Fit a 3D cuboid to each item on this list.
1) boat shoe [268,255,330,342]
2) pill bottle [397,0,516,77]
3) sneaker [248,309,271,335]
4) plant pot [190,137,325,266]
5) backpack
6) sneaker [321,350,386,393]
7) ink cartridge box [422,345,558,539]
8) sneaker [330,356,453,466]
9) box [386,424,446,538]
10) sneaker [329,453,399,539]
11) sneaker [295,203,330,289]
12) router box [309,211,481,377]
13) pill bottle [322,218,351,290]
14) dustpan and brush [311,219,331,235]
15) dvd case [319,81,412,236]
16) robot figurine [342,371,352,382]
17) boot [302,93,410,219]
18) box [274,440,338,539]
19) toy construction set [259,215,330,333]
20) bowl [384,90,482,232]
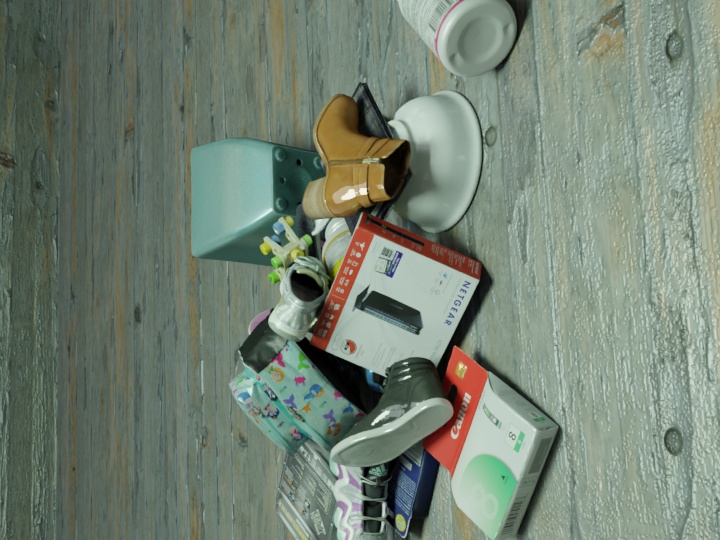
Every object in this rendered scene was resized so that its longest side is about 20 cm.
[{"bbox_3d":[-0.078,0.027,1.455,0.065,0.074,0.202,-59,2,25],"label":"boat shoe"},{"bbox_3d":[0.118,-0.357,1.388,0.115,0.112,0.201,-65,36,31],"label":"pill bottle"},{"bbox_3d":[-0.102,0.158,1.635,0.201,0.080,0.089,53,164,19],"label":"sneaker"},{"bbox_3d":[-0.160,-0.128,1.776,0.198,0.193,0.200,-15,73,49],"label":"plant pot"},{"bbox_3d":[-0.090,0.176,1.488,0.151,0.199,0.177,-52,11,-5],"label":"backpack"},{"bbox_3d":[-0.014,0.137,1.555,0.200,0.088,0.080,-152,60,-68],"label":"sneaker"},{"bbox_3d":[0.146,0.214,1.311,0.199,0.049,0.163,37,118,43],"label":"ink cartridge box"},{"bbox_3d":[0.038,0.190,1.402,0.199,0.070,0.100,-34,41,26],"label":"sneaker"},{"bbox_3d":[0.066,0.265,1.484,0.121,0.032,0.204,33,113,57],"label":"box"},{"bbox_3d":[0.016,0.305,1.460,0.140,0.077,0.203,-53,44,45],"label":"sneaker"},{"bbox_3d":[-0.052,-0.028,1.699,0.070,0.081,0.203,36,140,43],"label":"sneaker"},{"bbox_3d":[0.046,0.045,1.407,0.049,0.177,0.202,-70,2,-60],"label":"router box"},{"bbox_3d":[0.000,0.000,1.546,0.201,0.103,0.105,-108,36,-50],"label":"pill bottle"},{"bbox_3d":[-0.021,-0.141,1.598,0.200,0.057,0.140,-44,15,10],"label":"dustpan and brush"},{"bbox_3d":[0.004,-0.149,1.476,0.150,0.016,0.202,-58,40,35],"label":"dvd case"},{"bbox_3d":[-0.076,0.194,1.711,0.199,0.057,0.148,-3,85,60],"label":"robot figurine"},{"bbox_3d":[0.005,-0.164,1.405,0.153,0.073,0.204,-11,61,43],"label":"boot"},{"bbox_3d":[-0.069,0.372,1.691,0.200,0.048,0.161,37,119,56],"label":"box"},{"bbox_3d":[-0.080,0.022,1.608,0.201,0.091,0.132,57,161,35],"label":"toy construction set"},{"bbox_3d":[0.079,-0.158,1.456,0.200,0.089,0.205,-12,76,58],"label":"bowl"}]
